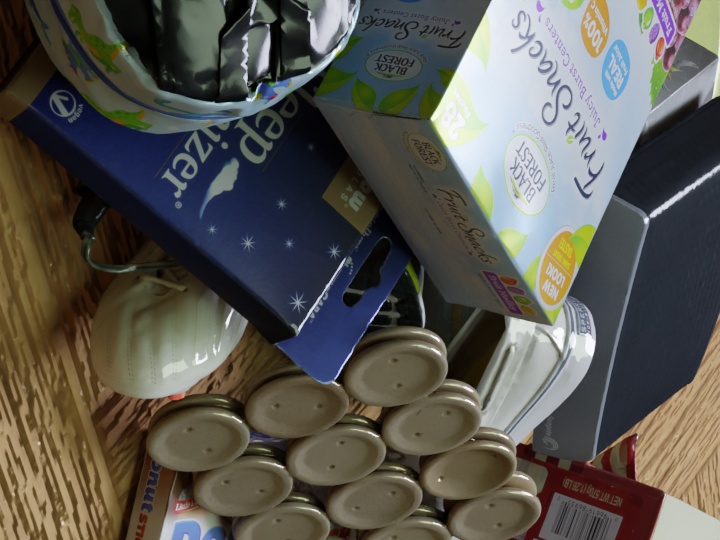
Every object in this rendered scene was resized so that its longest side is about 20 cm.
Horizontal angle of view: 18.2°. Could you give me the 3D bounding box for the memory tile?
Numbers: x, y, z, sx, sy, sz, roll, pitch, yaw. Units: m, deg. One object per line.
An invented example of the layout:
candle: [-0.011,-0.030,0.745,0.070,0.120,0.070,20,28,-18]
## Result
memory tile: [-0.003,0.098,1.108,0.200,0.153,0.017,56,18,-50]

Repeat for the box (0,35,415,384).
box: [-0.053,-0.056,0.998,0.200,0.032,0.121,41,63,-16]

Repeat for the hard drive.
hard drive: [0.160,0.012,1.261,0.135,0.042,0.201,-32,144,-36]

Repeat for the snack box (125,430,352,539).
snack box: [-0.051,0.121,1.182,0.200,0.024,0.072,8,98,-58]

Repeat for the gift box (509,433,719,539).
gift box: [0.141,0.193,1.363,0.187,0.184,0.201,31,83,-55]

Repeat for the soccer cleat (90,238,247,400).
soccer cleat: [-0.066,-0.018,1.058,0.200,0.069,0.078,-52,160,-44]

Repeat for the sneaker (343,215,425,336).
sneaker: [0.000,0.000,1.141,0.200,0.073,0.081,99,-1,-75]

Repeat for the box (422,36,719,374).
box: [0.116,-0.023,1.253,0.200,0.048,0.159,-37,147,-31]

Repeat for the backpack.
backpack: [-0.075,-0.157,0.908,0.163,0.154,0.201,-18,82,-33]

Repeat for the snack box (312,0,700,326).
snack box: [0.075,-0.104,1.024,0.201,0.067,0.169,-63,145,-20]

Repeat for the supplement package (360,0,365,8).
supplement package: [0.041,-0.206,1.105,0.117,0.116,0.201,-44,136,-40]

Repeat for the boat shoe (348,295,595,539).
boat shoe: [0.040,0.085,1.181,0.070,0.071,0.200,17,126,-33]

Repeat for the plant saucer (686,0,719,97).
plant saucer: [0.206,-0.128,1.472,0.200,0.031,0.201,-30,127,-49]

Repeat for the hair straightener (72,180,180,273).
hair straightener: [-0.064,-0.075,1.030,0.200,0.077,0.041,-58,169,-27]
